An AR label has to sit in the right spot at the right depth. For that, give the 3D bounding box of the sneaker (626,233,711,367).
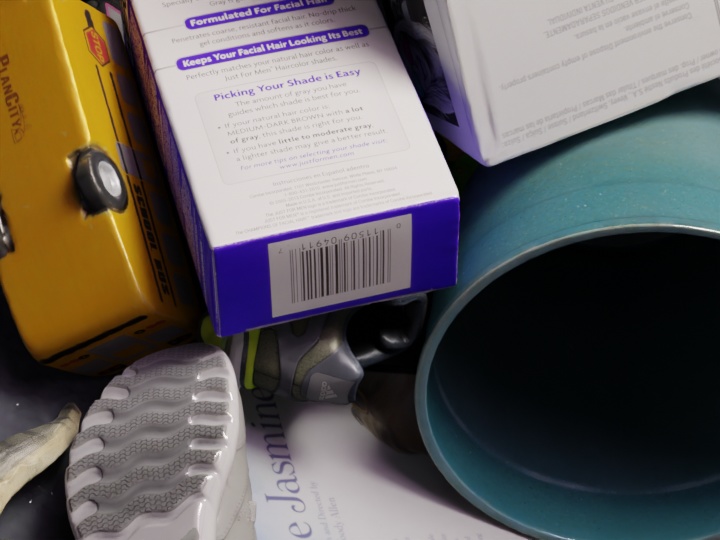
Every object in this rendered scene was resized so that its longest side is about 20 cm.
[{"bbox_3d":[0.177,-0.006,1.170,0.077,0.073,0.200,53,44,-37],"label":"sneaker"}]

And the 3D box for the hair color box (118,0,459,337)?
[{"bbox_3d":[-0.036,-0.071,0.960,0.109,0.065,0.200,-12,51,-10],"label":"hair color box"}]

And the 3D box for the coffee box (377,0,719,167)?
[{"bbox_3d":[0.090,-0.195,1.002,0.200,0.200,0.198,-21,22,-11],"label":"coffee box"}]

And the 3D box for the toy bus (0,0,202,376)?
[{"bbox_3d":[-0.135,-0.058,0.970,0.078,0.065,0.200,21,48,-63],"label":"toy bus"}]

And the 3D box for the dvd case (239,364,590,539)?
[{"bbox_3d":[0.020,0.104,1.005,0.200,0.018,0.143,5,51,-30],"label":"dvd case"}]

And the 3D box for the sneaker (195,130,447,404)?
[{"bbox_3d":[0.000,0.000,1.011,0.081,0.074,0.200,22,45,14],"label":"sneaker"}]

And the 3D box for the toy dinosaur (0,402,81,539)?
[{"bbox_3d":[-0.160,0.108,0.865,0.088,0.047,0.200,45,39,19],"label":"toy dinosaur"}]

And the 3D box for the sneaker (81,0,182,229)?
[{"bbox_3d":[-0.115,-0.102,1.062,0.086,0.080,0.200,-14,56,-30],"label":"sneaker"}]

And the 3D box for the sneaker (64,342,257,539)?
[{"bbox_3d":[-0.076,0.124,0.893,0.075,0.082,0.200,-10,54,15],"label":"sneaker"}]

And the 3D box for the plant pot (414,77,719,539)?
[{"bbox_3d":[0.126,-0.002,1.023,0.200,0.200,0.188,21,38,-16],"label":"plant pot"}]

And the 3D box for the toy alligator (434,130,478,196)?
[{"bbox_3d":[0.038,-0.046,1.121,0.200,0.059,0.054,24,43,-13],"label":"toy alligator"}]
